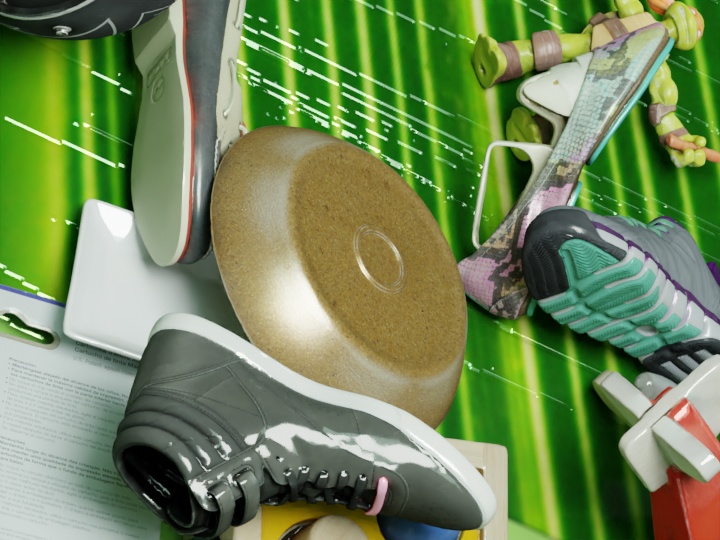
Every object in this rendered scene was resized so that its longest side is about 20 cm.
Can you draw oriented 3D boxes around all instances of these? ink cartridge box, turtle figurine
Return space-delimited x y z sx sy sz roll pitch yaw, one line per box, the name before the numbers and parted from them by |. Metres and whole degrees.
ink cartridge box | -0.200 0.098 1.217 0.195 0.043 0.201 17 47 -16
turtle figurine | 0.153 -0.144 1.445 0.161 0.064 0.201 -22 96 -17

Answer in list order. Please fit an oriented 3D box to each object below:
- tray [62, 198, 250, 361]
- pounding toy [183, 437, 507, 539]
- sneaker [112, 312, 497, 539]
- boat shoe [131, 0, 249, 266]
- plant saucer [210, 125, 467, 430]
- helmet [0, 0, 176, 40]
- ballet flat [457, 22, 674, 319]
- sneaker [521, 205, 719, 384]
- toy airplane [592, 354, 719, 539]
tray | -0.071 0.033 1.301 0.199 0.022 0.108 19 42 -15
pounding toy | -0.023 0.177 1.215 0.199 0.142 0.185 9 68 -19
sneaker | -0.035 0.106 1.152 0.199 0.071 0.099 26 53 4
boat shoe | -0.093 -0.092 1.321 0.062 0.071 0.201 13 58 -31
plant saucer | 0.000 0.000 1.298 0.200 0.035 0.201 32 43 -34
helmet | -0.169 -0.222 1.266 0.190 0.200 0.201 36 61 -24
ballet flat | 0.113 -0.069 1.371 0.071 0.069 0.201 28 93 2
sneaker | 0.157 -0.005 1.373 0.200 0.074 0.088 37 43 -45
toy airplane | 0.212 0.126 1.300 0.141 0.199 0.201 -23 80 -17
